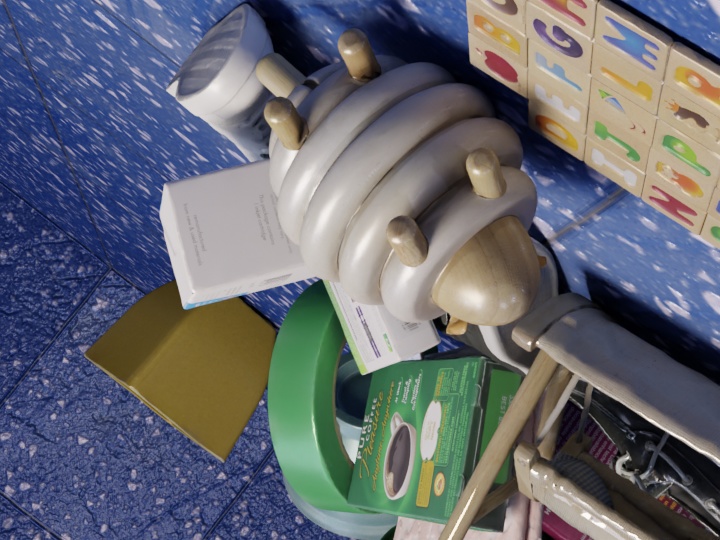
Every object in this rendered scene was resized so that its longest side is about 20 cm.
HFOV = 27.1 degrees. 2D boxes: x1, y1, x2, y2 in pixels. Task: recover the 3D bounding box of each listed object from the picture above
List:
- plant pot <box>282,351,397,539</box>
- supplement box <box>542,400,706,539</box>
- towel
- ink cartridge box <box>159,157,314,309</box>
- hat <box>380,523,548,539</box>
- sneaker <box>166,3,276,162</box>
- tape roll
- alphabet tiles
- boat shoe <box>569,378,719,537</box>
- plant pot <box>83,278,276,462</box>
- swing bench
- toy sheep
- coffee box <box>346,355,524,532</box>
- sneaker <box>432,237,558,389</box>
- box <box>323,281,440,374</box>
[{"bbox_3d":[0.015,0.169,1.605,0.200,0.200,0.134,32,141,28],"label":"plant pot"},{"bbox_3d":[0.181,0.183,1.263,0.200,0.103,0.131,36,169,4],"label":"supplement box"},{"bbox_3d":[0.082,0.149,1.150,0.032,0.191,0.200,11,165,-22],"label":"towel"},{"bbox_3d":[-0.014,-0.036,0.881,0.116,0.200,0.067,148,107,-79],"label":"ink cartridge box"},{"bbox_3d":[0.125,0.221,1.209,0.200,0.166,0.176,25,130,4],"label":"hat"},{"bbox_3d":[-0.054,-0.100,0.926,0.116,0.074,0.200,38,180,-13],"label":"sneaker"},{"bbox_3d":[-0.001,0.104,1.258,0.048,0.201,0.200,-1,148,33],"label":"tape roll"},{"bbox_3d":[0.127,-0.061,0.641,0.200,0.006,0.166,35,170,15],"label":"alphabet tiles"},{"bbox_3d":[0.209,0.132,1.038,0.199,0.068,0.074,36,170,8],"label":"boat shoe"},{"bbox_3d":[-0.236,0.119,2.133,0.196,0.200,0.194,44,168,-29],"label":"plant pot"},{"bbox_3d":[0.180,0.136,0.917,0.199,0.130,0.200,34,126,25],"label":"swing bench"},{"bbox_3d":[0.016,-0.048,0.752,0.200,0.138,0.138,50,175,21],"label":"toy sheep"},{"bbox_3d":[0.055,0.128,1.125,0.044,0.123,0.200,14,169,-21],"label":"coffee box"},{"bbox_3d":[0.077,0.016,0.964,0.099,0.071,0.200,27,170,28],"label":"sneaker"},{"bbox_3d":[0.000,0.000,1.086,0.200,0.036,0.145,142,105,-79],"label":"box"}]
